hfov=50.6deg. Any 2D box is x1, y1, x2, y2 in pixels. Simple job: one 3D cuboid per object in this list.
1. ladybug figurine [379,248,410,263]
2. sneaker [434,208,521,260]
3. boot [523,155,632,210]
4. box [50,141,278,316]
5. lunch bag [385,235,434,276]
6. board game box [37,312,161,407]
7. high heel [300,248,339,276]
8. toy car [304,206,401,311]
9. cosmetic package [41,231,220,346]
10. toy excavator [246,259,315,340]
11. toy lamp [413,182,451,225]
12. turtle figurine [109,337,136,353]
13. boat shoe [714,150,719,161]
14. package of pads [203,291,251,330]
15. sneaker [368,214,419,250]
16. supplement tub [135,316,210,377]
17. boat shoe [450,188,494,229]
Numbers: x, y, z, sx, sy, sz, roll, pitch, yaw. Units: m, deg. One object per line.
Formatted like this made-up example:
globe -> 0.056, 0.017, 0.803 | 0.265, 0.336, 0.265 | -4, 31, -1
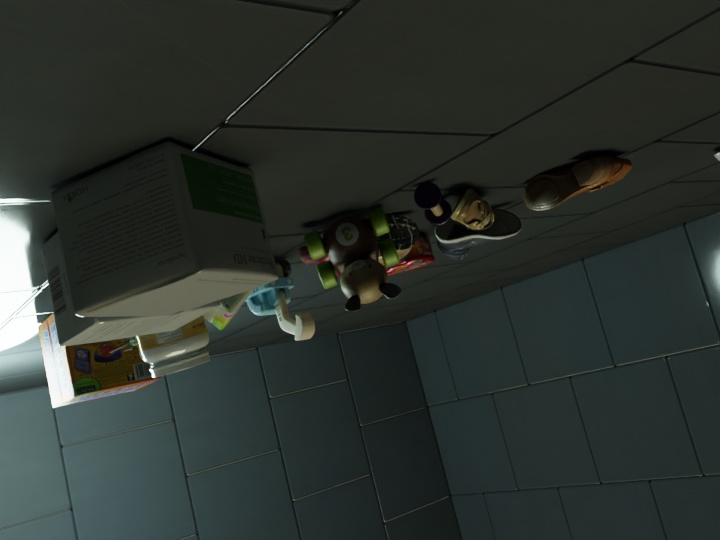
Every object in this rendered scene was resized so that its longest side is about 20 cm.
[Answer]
ladybug figurine -> 0.034, -0.046, 1.727 | 0.136, 0.072, 0.200 | -16, 176, -38
sneaker -> 0.281, -0.084, 1.838 | 0.202, 0.077, 0.146 | -5, 160, 5
boot -> 0.455, -0.181, 1.590 | 0.155, 0.074, 0.200 | -12, 174, -40
box -> -0.253, -0.043, 1.005 | 0.200, 0.172, 0.199 | -17, 171, 21
lunch bag -> 0.081, -0.032, 1.912 | 0.200, 0.082, 0.176 | -16, 175, 19
board game box -> -0.615, 0.192, 1.786 | 0.200, 0.200, 0.200 | -8, 170, -36
high heel -> -0.056, -0.025, 1.765 | 0.096, 0.067, 0.200 | -7, 161, 21
toy car -> 0.000, 0.000, 1.468 | 0.164, 0.200, 0.158 | -20, 129, 0
cosmetic package -> -0.359, 0.010, 1.182 | 0.200, 0.168, 0.166 | -7, 168, -41
toy excavator -> -0.189, 0.074, 1.726 | 0.100, 0.200, 0.194 | -6, 168, -45
toy lamp -> 0.145, -0.127, 1.494 | 0.058, 0.058, 0.200 | -16, 168, 10
turtle figurine -> -0.502, 0.094, 1.640 | 0.200, 0.150, 0.101 | -23, 138, -21
boat shoe -> 0.908, -0.260, 1.807 | 0.200, 0.069, 0.071 | -5, 169, -41
package of pads -> -0.256, 0.031, 1.572 | 0.155, 0.068, 0.200 | -55, -174, -21
sneaker -> 0.024, -0.075, 1.618 | 0.200, 0.078, 0.086 | -6, -178, -10
supplement tub -> -0.393, 0.105, 1.554 | 0.144, 0.200, 0.144 | -16, 180, 0
boat shoe -> 0.237, -0.120, 1.561 | 0.074, 0.066, 0.200 | -59, 165, 13
